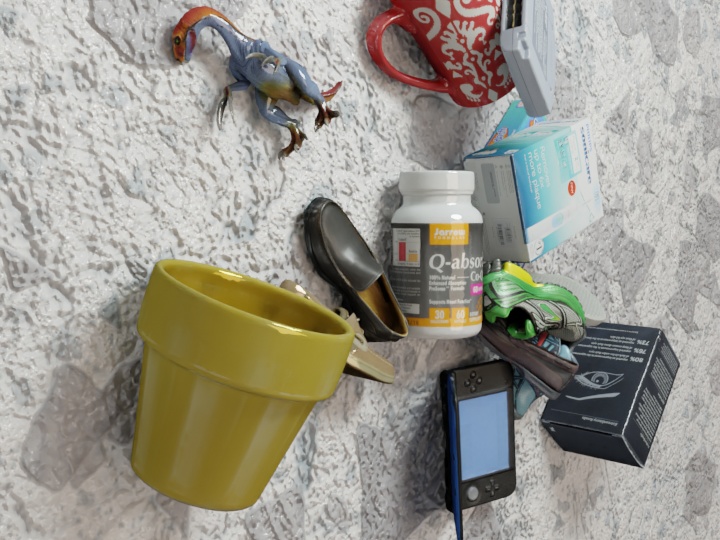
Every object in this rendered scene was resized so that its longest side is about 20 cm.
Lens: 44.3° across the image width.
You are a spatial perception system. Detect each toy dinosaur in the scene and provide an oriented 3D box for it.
[{"bbox_3d":[-0.113,-0.205,0.927,0.182,0.104,0.201,50,20,-22],"label":"toy dinosaur"}]

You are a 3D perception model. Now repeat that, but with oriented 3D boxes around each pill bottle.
[{"bbox_3d":[0.094,-0.021,1.101,0.116,0.116,0.203,-5,97,-46],"label":"pill bottle"}]

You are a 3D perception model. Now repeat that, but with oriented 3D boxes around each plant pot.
[{"bbox_3d":[-0.128,0.111,0.836,0.200,0.200,0.191,15,98,-46],"label":"plant pot"}]

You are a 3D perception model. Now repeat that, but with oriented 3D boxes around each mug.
[{"bbox_3d":[0.103,-0.305,1.111,0.200,0.176,0.134,51,21,-40],"label":"mug"}]

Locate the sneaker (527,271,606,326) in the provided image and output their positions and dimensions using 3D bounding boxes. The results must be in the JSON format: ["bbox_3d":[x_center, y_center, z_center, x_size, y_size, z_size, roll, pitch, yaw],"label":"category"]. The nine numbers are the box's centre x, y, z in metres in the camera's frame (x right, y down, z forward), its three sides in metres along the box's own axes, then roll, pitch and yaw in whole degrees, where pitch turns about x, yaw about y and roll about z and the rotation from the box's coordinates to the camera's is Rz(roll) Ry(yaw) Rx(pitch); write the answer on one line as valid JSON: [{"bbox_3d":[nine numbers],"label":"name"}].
[{"bbox_3d":[0.265,0.053,1.296,0.198,0.082,0.075,16,46,-23],"label":"sneaker"}]

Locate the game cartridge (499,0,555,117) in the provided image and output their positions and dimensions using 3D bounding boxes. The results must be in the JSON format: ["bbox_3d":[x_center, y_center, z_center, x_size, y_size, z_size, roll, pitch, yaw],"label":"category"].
[{"bbox_3d":[0.213,-0.297,1.112,0.134,0.040,0.202,50,39,-43],"label":"game cartridge"}]

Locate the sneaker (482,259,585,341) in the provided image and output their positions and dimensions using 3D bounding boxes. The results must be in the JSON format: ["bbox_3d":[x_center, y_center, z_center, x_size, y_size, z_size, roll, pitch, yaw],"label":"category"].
[{"bbox_3d":[0.224,0.060,1.171,0.199,0.078,0.086,22,56,-33],"label":"sneaker"}]

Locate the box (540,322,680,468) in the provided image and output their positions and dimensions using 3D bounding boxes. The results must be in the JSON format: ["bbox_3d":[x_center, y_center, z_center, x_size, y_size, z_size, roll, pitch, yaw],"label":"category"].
[{"bbox_3d":[0.401,0.194,1.418,0.104,0.147,0.201,48,61,-37],"label":"box"}]

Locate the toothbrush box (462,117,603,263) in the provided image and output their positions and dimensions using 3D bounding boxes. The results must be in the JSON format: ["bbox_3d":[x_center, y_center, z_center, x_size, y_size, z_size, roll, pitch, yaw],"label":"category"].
[{"bbox_3d":[0.240,-0.112,1.206,0.199,0.085,0.148,-27,111,-42],"label":"toothbrush box"}]

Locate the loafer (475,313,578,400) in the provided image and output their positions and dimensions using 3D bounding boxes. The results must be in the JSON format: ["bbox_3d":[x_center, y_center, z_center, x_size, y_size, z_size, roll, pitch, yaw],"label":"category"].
[{"bbox_3d":[0.219,0.097,1.233,0.200,0.072,0.063,40,104,-14],"label":"loafer"}]

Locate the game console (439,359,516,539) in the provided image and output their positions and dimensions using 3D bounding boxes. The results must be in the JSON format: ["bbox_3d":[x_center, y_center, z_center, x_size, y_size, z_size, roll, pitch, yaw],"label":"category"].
[{"bbox_3d":[0.167,0.237,1.187,0.169,0.118,0.203,-7,99,-28],"label":"game console"}]

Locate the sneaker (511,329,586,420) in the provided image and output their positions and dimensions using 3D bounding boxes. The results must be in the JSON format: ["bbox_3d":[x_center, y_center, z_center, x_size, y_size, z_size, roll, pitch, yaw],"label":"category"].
[{"bbox_3d":[0.271,0.136,1.312,0.080,0.095,0.201,54,56,-33],"label":"sneaker"}]

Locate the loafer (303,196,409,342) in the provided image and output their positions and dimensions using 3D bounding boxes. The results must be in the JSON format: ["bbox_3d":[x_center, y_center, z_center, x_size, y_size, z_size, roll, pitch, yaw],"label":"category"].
[{"bbox_3d":[0.000,0.000,1.034,0.073,0.072,0.201,-49,124,-31],"label":"loafer"}]

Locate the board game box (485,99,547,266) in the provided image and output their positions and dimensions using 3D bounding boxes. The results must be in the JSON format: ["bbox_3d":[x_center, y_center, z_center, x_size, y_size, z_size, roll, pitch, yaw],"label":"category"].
[{"bbox_3d":[0.228,-0.124,1.284,0.201,0.045,0.153,-56,128,-27],"label":"board game box"}]

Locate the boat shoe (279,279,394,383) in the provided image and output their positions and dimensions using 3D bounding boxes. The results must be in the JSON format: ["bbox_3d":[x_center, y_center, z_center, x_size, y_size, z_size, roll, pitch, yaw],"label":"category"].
[{"bbox_3d":[-0.024,0.075,1.016,0.199,0.071,0.065,34,69,-41],"label":"boat shoe"}]
